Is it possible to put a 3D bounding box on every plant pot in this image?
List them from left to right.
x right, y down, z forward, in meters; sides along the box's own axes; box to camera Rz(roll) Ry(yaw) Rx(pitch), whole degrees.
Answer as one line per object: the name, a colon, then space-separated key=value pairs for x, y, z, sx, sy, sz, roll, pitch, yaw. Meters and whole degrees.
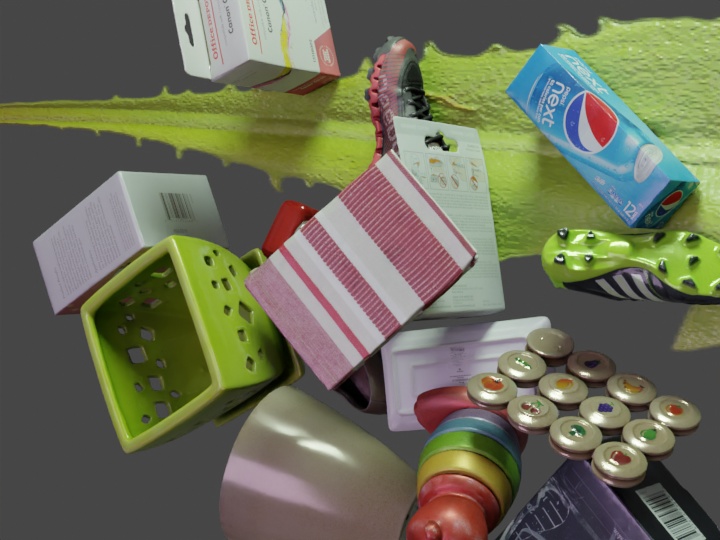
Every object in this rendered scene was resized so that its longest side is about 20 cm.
plant pot: x=-0.192 y=0.087 z=1.535 sx=0.198 sy=0.180 sz=0.202 roll=-33 pitch=71 yaw=36
plant pot: x=-0.025 y=0.251 z=1.417 sx=0.198 sy=0.187 sz=0.190 roll=18 pitch=103 yaw=25

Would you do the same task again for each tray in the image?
tray: x=0.111 y=0.112 z=1.356 sx=0.198 sy=0.022 sz=0.109 roll=-8 pitch=85 yaw=26

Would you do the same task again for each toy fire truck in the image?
toy fire truck: x=-0.051 y=-0.013 z=1.382 sx=0.175 sy=0.200 sz=0.130 roll=22 pitch=83 yaw=37

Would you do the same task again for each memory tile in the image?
memory tile: x=0.214 y=0.126 z=1.220 sx=0.199 sy=0.153 sz=0.017 roll=28 pitch=130 yaw=34

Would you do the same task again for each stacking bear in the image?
stacking bear: x=0.100 y=0.220 z=1.267 sx=0.113 sy=0.201 sz=0.122 roll=-17 pitch=116 yaw=27

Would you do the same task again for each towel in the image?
towel: x=0.000 y=0.000 z=1.241 sx=0.200 sy=0.023 sz=0.144 roll=-41 pitch=77 yaw=6

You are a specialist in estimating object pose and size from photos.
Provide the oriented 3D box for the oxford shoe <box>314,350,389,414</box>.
oxford shoe: x=-0.027 y=0.088 z=1.461 sx=0.200 sy=0.084 sz=0.073 roll=43 pitch=118 yaw=33

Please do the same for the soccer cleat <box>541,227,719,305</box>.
soccer cleat: x=0.274 y=0.000 z=1.224 sx=0.198 sy=0.081 sz=0.068 roll=9 pitch=67 yaw=20

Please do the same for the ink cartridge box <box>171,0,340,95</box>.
ink cartridge box: x=-0.119 y=-0.275 z=1.454 sx=0.067 sy=0.199 sz=0.118 roll=-20 pitch=79 yaw=38

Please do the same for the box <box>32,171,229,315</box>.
box: x=-0.296 y=-0.033 z=1.637 sx=0.199 sy=0.151 sz=0.107 roll=-32 pitch=72 yaw=36

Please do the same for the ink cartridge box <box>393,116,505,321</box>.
ink cartridge box: x=0.079 y=-0.051 z=1.319 sx=0.047 sy=0.159 sz=0.203 roll=-13 pitch=82 yaw=37

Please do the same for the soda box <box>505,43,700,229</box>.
soda box: x=0.236 y=-0.132 z=1.246 sx=0.201 sy=0.067 sz=0.064 roll=52 pitch=121 yaw=27

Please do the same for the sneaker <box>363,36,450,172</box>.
sneaker: x=0.055 y=-0.155 z=1.395 sx=0.097 sy=0.070 sz=0.203 roll=6 pitch=97 yaw=40

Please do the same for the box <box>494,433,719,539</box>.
box: x=0.240 y=0.300 z=1.218 sx=0.200 sy=0.123 sz=0.197 roll=51 pitch=122 yaw=27
